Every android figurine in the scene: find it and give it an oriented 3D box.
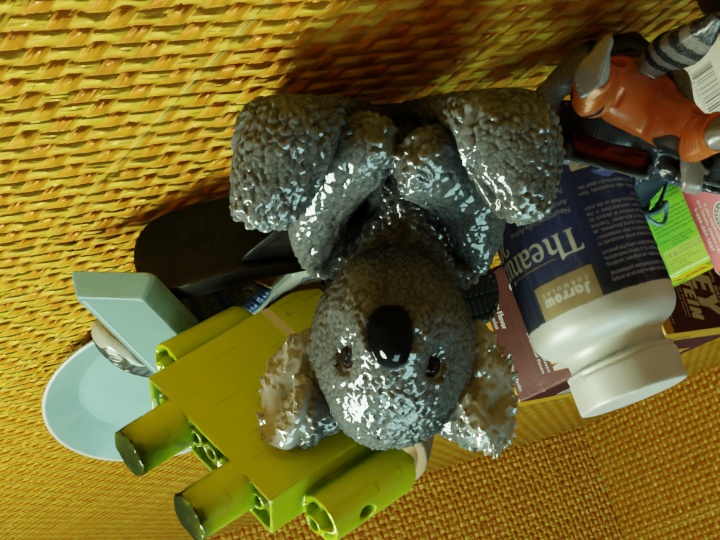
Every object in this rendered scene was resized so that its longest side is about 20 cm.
[{"bbox_3d":[-0.042,0.081,0.920,0.199,0.182,0.041,-31,141,-31],"label":"android figurine"}]

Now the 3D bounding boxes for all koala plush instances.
[{"bbox_3d":[0.020,0.006,0.855,0.175,0.203,0.184,-2,-177,-1],"label":"koala plush"}]

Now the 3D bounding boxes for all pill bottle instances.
[{"bbox_3d":[0.161,-0.003,1.106,0.110,0.202,0.111,-19,167,-4],"label":"pill bottle"}]

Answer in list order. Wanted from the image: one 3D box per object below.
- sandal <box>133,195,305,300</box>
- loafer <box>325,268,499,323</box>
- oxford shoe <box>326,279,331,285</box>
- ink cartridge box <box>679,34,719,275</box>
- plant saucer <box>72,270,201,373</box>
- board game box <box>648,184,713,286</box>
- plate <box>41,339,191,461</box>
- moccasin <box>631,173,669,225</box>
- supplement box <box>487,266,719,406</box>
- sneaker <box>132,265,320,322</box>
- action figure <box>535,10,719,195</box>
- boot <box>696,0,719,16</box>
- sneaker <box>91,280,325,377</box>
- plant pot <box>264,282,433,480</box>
[{"bbox_3d":[-0.049,-0.035,0.954,0.198,0.076,0.048,-20,146,2],"label":"sandal"},{"bbox_3d":[0.030,0.032,1.337,0.198,0.074,0.071,0,179,-37],"label":"loafer"},{"bbox_3d":[0.000,0.000,1.149,0.072,0.072,0.200,-17,172,-21],"label":"oxford shoe"},{"bbox_3d":[0.301,-0.104,1.022,0.082,0.148,0.200,-12,165,-35],"label":"ink cartridge box"},{"bbox_3d":[-0.114,0.062,1.018,0.069,0.019,0.200,1,146,32],"label":"plant saucer"},{"bbox_3d":[0.287,-0.053,1.319,0.047,0.103,0.199,-5,161,-47],"label":"board game box"},{"bbox_3d":[-0.169,0.093,1.281,0.197,0.026,0.201,-13,143,-10],"label":"plate"},{"bbox_3d":[0.218,-0.054,1.284,0.080,0.069,0.200,-12,165,-32],"label":"moccasin"},{"bbox_3d":[0.251,0.035,1.562,0.199,0.134,0.196,-29,164,35],"label":"supplement box"},{"bbox_3d":[-0.060,-0.006,1.041,0.198,0.076,0.088,-22,168,10],"label":"sneaker"},{"bbox_3d":[0.188,-0.099,0.909,0.197,0.106,0.194,13,-171,-7],"label":"action figure"},{"bbox_3d":[0.283,-0.177,0.859,0.198,0.076,0.097,-24,164,7],"label":"boot"},{"bbox_3d":[-0.114,0.030,1.165,0.198,0.075,0.077,-6,131,-39],"label":"sneaker"},{"bbox_3d":[-0.035,0.073,1.104,0.198,0.094,0.202,16,152,9],"label":"plant pot"}]
